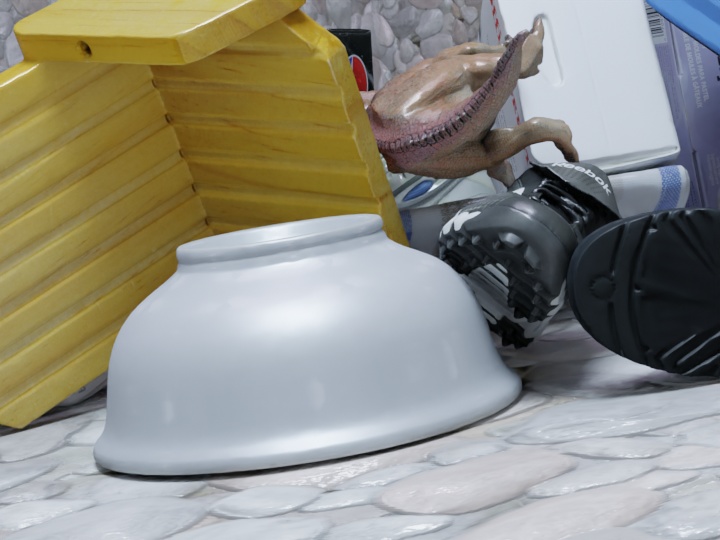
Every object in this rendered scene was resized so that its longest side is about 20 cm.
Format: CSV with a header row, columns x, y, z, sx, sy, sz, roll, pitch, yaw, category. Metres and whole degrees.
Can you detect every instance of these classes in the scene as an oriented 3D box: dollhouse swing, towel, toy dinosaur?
x,y,z,sx,sy,sz,roll,pitch,yaw,category
-0.108,-0.019,0.979,0.181,0.201,0.176,7,37,38,dollhouse swing
0.080,-0.009,1.111,0.199,0.024,0.147,-10,-21,-8,towel
0.028,-0.075,1.019,0.135,0.086,0.200,-10,1,-15,toy dinosaur

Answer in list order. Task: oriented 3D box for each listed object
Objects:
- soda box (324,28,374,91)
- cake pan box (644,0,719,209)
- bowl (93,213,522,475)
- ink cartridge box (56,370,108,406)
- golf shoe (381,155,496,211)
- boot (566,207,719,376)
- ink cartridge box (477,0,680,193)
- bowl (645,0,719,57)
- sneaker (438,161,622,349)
x,y,z,sx,sy,sz,roll,pitch,yaw,category
-0.092,-0.107,1.202,0.199,0.071,0.063,-1,5,27,soda box
0.189,-0.106,1.284,0.052,0.201,0.184,-14,5,-18,cake pan box
-0.031,0.026,0.903,0.200,0.091,0.201,-10,6,1,bowl
-0.201,0.060,1.143,0.160,0.050,0.200,-4,-11,40,ink cartridge box
0.000,0.000,1.187,0.200,0.097,0.078,-33,21,-2,golf shoe
0.180,-0.002,0.925,0.197,0.074,0.162,-3,7,-6,boot
0.121,-0.090,1.172,0.085,0.147,0.200,-9,-18,-4,ink cartridge box
0.244,-0.113,1.084,0.200,0.039,0.201,30,13,-7,bowl
0.086,-0.020,0.946,0.091,0.066,0.200,-52,-7,-6,sneaker
